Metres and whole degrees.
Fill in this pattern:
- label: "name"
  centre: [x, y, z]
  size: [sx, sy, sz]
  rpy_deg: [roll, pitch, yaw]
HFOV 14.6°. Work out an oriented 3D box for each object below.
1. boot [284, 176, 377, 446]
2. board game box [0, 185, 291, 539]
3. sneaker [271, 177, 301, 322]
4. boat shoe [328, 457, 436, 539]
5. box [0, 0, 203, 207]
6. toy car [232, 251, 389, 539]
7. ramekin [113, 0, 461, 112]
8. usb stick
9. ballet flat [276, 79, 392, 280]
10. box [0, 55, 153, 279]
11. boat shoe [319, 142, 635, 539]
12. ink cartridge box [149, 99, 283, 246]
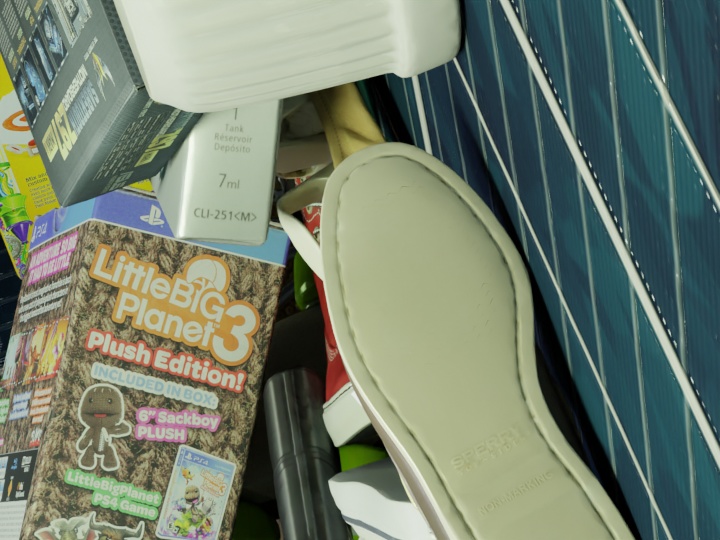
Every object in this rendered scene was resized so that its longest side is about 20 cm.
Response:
- label: "boot"
  centre: [0.000, 0.000, 1.277]
  size: [0.200, 0.072, 0.145]
  rpy_deg: [-143, 35, -89]
- label: "board game box"
  centre: [-0.117, 0.072, 1.346]
  size: [0.159, 0.096, 0.201]
  rpy_deg: [165, 118, -72]
- label: "sneaker"
  centre: [-0.018, 0.033, 1.615]
  size: [0.088, 0.075, 0.201]
  rpy_deg: [-140, 32, -83]
- label: "boat shoe"
  centre: [0.035, 0.113, 1.180]
  size: [0.200, 0.072, 0.066]
  rpy_deg: [-178, 76, -78]
- label: "box"
  centre: [-0.113, -0.124, 1.126]
  size: [0.200, 0.051, 0.159]
  rpy_deg: [138, 112, -72]
- label: "toy car"
  centre: [0.003, 0.107, 1.486]
  size: [0.200, 0.157, 0.165]
  rpy_deg: [39, -144, -42]
- label: "ramekin"
  centre: [-0.048, -0.149, 0.944]
  size: [0.200, 0.104, 0.201]
  rpy_deg: [161, 90, -86]
- label: "usb stick"
  centre: [-0.017, 0.130, 1.241]
  size: [0.056, 0.032, 0.201]
  rpy_deg: [82, 179, -50]
- label: "ballet flat"
  centre: [-0.012, -0.050, 1.227]
  size: [0.200, 0.063, 0.069]
  rpy_deg: [-113, 5, -47]
- label: "box"
  centre: [-0.142, -0.130, 1.641]
  size: [0.122, 0.199, 0.193]
  rpy_deg: [-113, 6, -47]
- label: "boat shoe"
  centre: [0.039, 0.051, 0.969]
  size: [0.060, 0.071, 0.201]
  rpy_deg: [89, 156, -68]
- label: "ink cartridge box"
  centre: [-0.061, -0.115, 1.245]
  size: [0.200, 0.043, 0.175]
  rpy_deg: [-126, 41, -76]
